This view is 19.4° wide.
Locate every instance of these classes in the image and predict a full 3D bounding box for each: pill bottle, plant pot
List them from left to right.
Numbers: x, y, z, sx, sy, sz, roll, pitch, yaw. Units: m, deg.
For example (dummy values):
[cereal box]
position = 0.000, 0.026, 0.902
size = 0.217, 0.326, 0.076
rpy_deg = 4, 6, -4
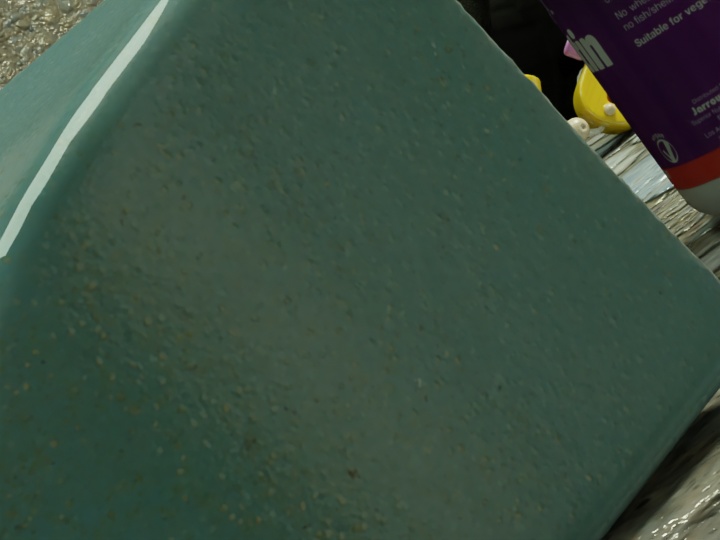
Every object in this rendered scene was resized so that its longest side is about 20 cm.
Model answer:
[plant pot]
position = -0.050, 0.044, 0.587
size = 0.196, 0.196, 0.200
rpy_deg = -30, 19, 50
[pill bottle]
position = 0.119, -0.127, 0.799
size = 0.112, 0.200, 0.112
rpy_deg = -37, 6, 4

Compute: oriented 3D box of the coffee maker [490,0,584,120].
[coffee maker]
position = 0.054, -0.121, 1.300
size = 0.200, 0.135, 0.192
rpy_deg = -26, -7, -47

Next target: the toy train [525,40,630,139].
[toy train]
position = 0.098, -0.126, 1.219
size = 0.200, 0.150, 0.056
rpy_deg = -43, -7, -13

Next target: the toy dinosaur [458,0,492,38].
[toy dinosaur]
position = 0.025, -0.080, 0.839
size = 0.200, 0.077, 0.102
rpy_deg = -59, 4, 7
